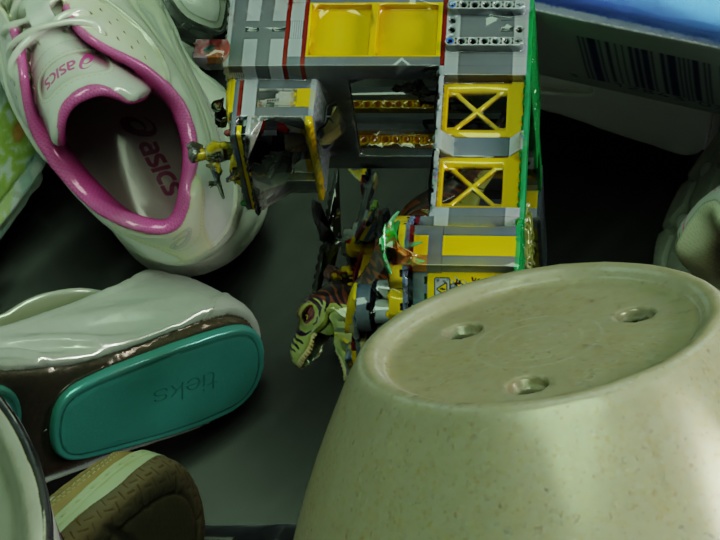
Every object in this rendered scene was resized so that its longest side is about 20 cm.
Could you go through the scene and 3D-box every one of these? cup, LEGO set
[{"bbox_3d":[0.061,0.081,0.763,0.200,0.144,0.200,-10,19,3],"label":"cup"},{"bbox_3d":[0.000,0.000,0.905,0.115,0.200,0.154,0,66,7],"label":"LEGO set"}]

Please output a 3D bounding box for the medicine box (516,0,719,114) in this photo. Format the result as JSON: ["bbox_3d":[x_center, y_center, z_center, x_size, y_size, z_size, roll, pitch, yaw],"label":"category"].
[{"bbox_3d":[0.132,-0.159,0.933,0.182,0.103,0.201,13,81,11],"label":"medicine box"}]

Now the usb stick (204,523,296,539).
[{"bbox_3d":[-0.069,0.106,0.907,0.199,0.033,0.056,-1,38,15],"label":"usb stick"}]

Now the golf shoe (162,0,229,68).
[{"bbox_3d":[-0.137,-0.136,1.064,0.200,0.073,0.092,27,64,17],"label":"golf shoe"}]

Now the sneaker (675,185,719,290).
[{"bbox_3d":[0.143,0.056,0.880,0.088,0.081,0.201,-7,81,-31],"label":"sneaker"}]

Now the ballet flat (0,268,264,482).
[{"bbox_3d":[-0.125,0.043,0.937,0.200,0.070,0.069,-18,56,-37],"label":"ballet flat"}]

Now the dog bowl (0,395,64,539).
[{"bbox_3d":[-0.162,0.117,0.769,0.200,0.074,0.201,-13,50,16],"label":"dog bowl"}]

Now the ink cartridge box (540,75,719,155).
[{"bbox_3d":[0.105,-0.162,1.066,0.146,0.086,0.200,19,58,12],"label":"ink cartridge box"}]

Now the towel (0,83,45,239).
[{"bbox_3d":[-0.207,-0.040,0.943,0.048,0.200,0.171,1,50,41],"label":"towel"}]

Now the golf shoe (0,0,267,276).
[{"bbox_3d":[-0.102,-0.088,0.980,0.075,0.092,0.200,-36,87,7],"label":"golf shoe"}]

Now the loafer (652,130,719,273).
[{"bbox_3d":[0.138,0.019,0.968,0.070,0.070,0.200,35,61,-21],"label":"loafer"}]

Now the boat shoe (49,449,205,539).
[{"bbox_3d":[-0.125,0.129,0.837,0.076,0.072,0.200,9,48,36],"label":"boat shoe"}]
